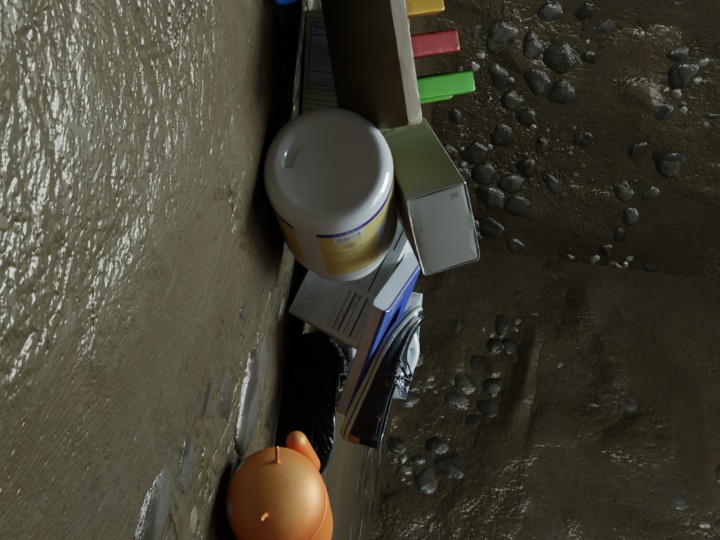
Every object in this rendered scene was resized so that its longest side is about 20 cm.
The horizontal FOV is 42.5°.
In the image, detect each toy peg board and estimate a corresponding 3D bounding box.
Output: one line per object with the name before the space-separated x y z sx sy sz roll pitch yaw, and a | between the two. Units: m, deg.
toy peg board | 0.040 -0.263 1.031 0.199 0.096 0.204 -168 -112 -68

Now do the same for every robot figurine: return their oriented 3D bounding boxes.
robot figurine | -0.090 0.270 1.040 0.143 0.117 0.201 -33 153 -16

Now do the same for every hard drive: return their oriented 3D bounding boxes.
hard drive | 0.025 0.088 1.252 0.132 0.025 0.202 -52 165 -49

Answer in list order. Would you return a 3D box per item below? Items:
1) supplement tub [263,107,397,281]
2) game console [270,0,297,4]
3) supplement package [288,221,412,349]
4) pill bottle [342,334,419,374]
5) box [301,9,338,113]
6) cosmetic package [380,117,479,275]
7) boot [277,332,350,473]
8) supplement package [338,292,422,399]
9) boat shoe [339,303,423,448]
supplement tub | -0.029 -0.079 1.072 0.201 0.142 0.148 78 20 -70
game console | -0.068 -0.400 0.953 0.170 0.117 0.203 -30 134 -41
supplement package | 0.000 0.000 1.301 0.203 0.109 0.156 -63 171 -5
pill bottle | 0.028 0.117 1.495 0.200 0.111 0.116 -164 -99 -85
box | -0.015 -0.237 1.224 0.176 0.095 0.204 -61 158 -71
cosmetic package | 0.077 -0.094 1.110 0.201 0.072 0.105 -107 -178 -60
boot | -0.061 0.197 1.337 0.158 0.078 0.216 62 35 -78
supplement package | 0.029 0.126 1.710 0.200 0.147 0.155 -52 148 -77
boat shoe | 0.040 0.141 1.216 0.203 0.061 0.075 -64 168 -1
